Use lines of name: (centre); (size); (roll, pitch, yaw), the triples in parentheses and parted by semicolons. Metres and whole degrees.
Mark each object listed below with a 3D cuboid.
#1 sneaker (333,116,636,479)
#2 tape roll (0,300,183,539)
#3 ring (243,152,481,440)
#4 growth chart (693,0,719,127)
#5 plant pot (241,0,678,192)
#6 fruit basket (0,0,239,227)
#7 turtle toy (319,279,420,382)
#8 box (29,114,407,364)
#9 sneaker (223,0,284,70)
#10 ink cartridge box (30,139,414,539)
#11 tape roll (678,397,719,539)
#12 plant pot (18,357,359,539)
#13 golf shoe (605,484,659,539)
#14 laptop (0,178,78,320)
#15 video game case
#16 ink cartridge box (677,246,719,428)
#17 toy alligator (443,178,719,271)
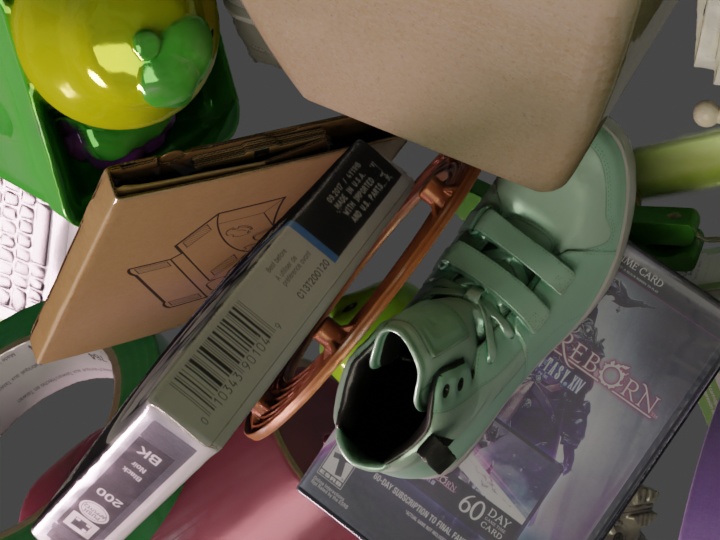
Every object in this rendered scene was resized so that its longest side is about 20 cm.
sneaker: (0.060, 0.013, 0.829); (0.074, 0.118, 0.201); (32, 97, 16)
tape roll: (-0.187, 0.106, 1.034); (0.199, 0.201, 0.048); (-10, 138, 29)
ring: (0.000, 0.000, 0.902); (0.019, 0.201, 0.200); (37, 132, -6)
growth chart: (0.216, -0.135, 0.826); (0.144, 0.018, 0.201); (5, 128, 19)
plant pot: (0.057, -0.154, 0.761); (0.199, 0.200, 0.178); (22, 147, 18)
fruit basket: (-0.120, -0.129, 0.867); (0.215, 0.155, 0.217); (23, 130, 30)
turtle toy: (0.071, 0.063, 0.975); (0.199, 0.146, 0.102); (8, 98, 17)
box: (-0.077, -0.017, 0.934); (0.021, 0.163, 0.200); (66, 152, 17)
sneaker: (0.029, -0.118, 0.900); (0.199, 0.075, 0.082); (18, 151, 14)
ink cartridge box: (-0.076, 0.051, 0.861); (0.043, 0.198, 0.200); (39, 137, -4)
tape roll: (0.196, 0.153, 0.877); (0.065, 0.200, 0.201); (10, 129, 19)
plant pot: (-0.073, 0.152, 1.075); (0.179, 0.200, 0.200); (-40, 105, 24)
golf shoe: (0.075, 0.151, 1.006); (0.097, 0.199, 0.079); (15, 99, 44)
laptop: (-0.242, -0.013, 1.055); (0.199, 0.116, 0.188); (21, 132, 7)
video game case: (0.078, 0.069, 0.893); (0.143, 0.019, 0.201); (35, 99, 16)
ink cartridge box: (0.271, 0.045, 0.924); (0.199, 0.048, 0.146); (-9, 121, 32)
toy alligator: (0.132, -0.011, 0.930); (0.199, 0.059, 0.054); (10, 129, 17)
